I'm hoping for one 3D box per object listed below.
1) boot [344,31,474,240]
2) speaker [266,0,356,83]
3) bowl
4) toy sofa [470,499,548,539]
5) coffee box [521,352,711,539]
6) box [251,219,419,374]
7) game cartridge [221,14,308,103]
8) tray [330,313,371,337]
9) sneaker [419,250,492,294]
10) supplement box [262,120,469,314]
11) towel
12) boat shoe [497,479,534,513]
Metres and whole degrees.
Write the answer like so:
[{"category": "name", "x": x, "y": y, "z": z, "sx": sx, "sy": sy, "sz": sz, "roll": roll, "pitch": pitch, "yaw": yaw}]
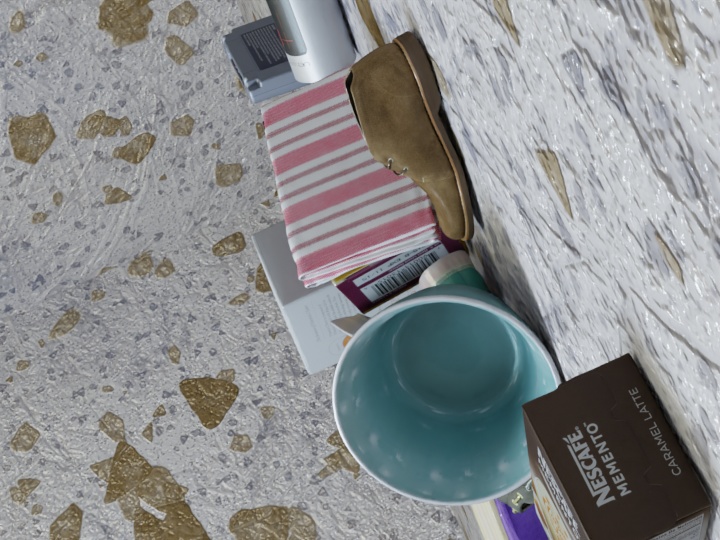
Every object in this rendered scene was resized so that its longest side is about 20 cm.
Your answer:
[{"category": "boot", "x": 0.044, "y": -0.105, "z": 1.197, "sx": 0.202, "sy": 0.075, "sz": 0.074, "roll": 66, "pitch": 173, "yaw": -28}, {"category": "speaker", "x": -0.070, "y": -0.318, "z": 1.550, "sx": 0.081, "sy": 0.080, "sz": 0.202, "roll": -119, "pitch": 7, "yaw": -59}, {"category": "bowl", "x": 0.079, "y": 0.093, "z": 1.203, "sx": 0.105, "sy": 0.198, "sz": 0.203, "roll": -72, "pitch": -38, "yaw": -65}, {"category": "toy sofa", "x": 0.168, "y": 0.256, "z": 1.535, "sx": 0.202, "sy": 0.082, "sz": 0.097, "roll": 67, "pitch": 161, "yaw": -7}, {"category": "coffee box", "x": 0.169, "y": 0.158, "z": 0.911, "sx": 0.201, "sy": 0.079, "sz": 0.115, "roll": 73, "pitch": 173, "yaw": -58}, {"category": "box", "x": 0.000, "y": 0.000, "z": 1.516, "sx": 0.153, "sy": 0.198, "sz": 0.107, "roll": 73, "pitch": 173, "yaw": -56}, {"category": "game cartridge", "x": -0.105, "y": -0.290, "z": 1.816, "sx": 0.201, "sy": 0.132, "sz": 0.041, "roll": -118, "pitch": 6, "yaw": -56}, {"category": "tray", "x": 0.072, "y": 0.082, "z": 1.373, "sx": 0.107, "sy": 0.198, "sz": 0.022, "roll": -154, "pitch": 84, "yaw": -76}, {"category": "sneaker", "x": 0.103, "y": 0.051, "z": 1.334, "sx": 0.080, "sy": 0.071, "sz": 0.200, "roll": 60, "pitch": 180, "yaw": 20}, {"category": "supplement box", "x": 0.006, "y": -0.082, "z": 1.361, "sx": 0.202, "sy": 0.130, "sz": 0.103, "roll": 64, "pitch": -172, "yaw": 25}, {"category": "towel", "x": -0.011, "y": -0.097, "z": 1.301, "sx": 0.030, "sy": 0.145, "sz": 0.203, "roll": 42, "pitch": -148, "yaw": -64}, {"category": "boat shoe", "x": 0.165, "y": 0.189, "z": 1.312, "sx": 0.060, "sy": 0.072, "sz": 0.202, "roll": 38, "pitch": 161, "yaw": 6}]
